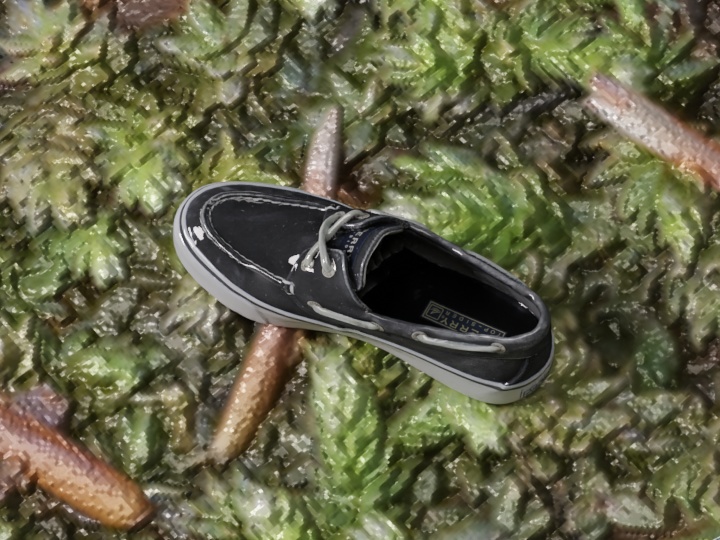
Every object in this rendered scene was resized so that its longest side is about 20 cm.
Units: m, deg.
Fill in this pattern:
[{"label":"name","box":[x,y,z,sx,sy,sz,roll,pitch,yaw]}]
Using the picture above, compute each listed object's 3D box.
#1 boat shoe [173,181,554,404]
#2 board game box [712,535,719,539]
[{"label":"boat shoe","box":[0.000,0.000,1.307,0.200,0.068,0.072,26,67,14]},{"label":"board game box","box":[0.186,0.223,1.169,0.103,0.105,0.200,-26,65,-10]}]
